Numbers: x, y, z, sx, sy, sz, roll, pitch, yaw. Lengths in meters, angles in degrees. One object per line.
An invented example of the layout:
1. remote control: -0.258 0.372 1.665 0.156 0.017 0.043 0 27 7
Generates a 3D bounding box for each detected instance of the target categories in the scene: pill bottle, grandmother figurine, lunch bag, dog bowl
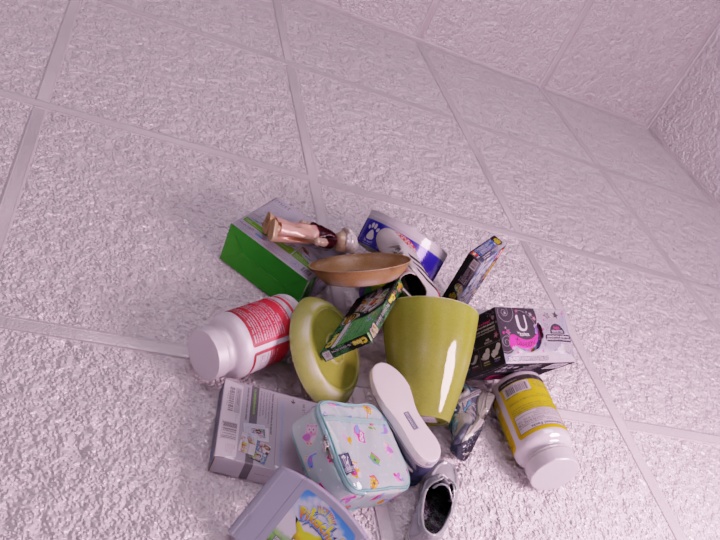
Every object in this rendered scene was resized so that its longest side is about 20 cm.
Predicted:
1. pill bottle: -0.191 0.116 1.245 0.112 0.113 0.198 44 36 23
2. pill bottle: 0.330 0.302 1.380 0.112 0.115 0.202 11 38 -24
3. grandmother figurine: -0.094 -0.070 1.443 0.196 0.061 0.122 11 29 -27
4. lunch bag: -0.013 0.281 1.125 0.199 0.077 0.163 22 40 -54
5. dog bowl: 0.091 -0.050 1.614 0.197 0.080 0.200 30 -2 1

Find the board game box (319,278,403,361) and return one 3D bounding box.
1. board game box: 0.006 0.085 1.285 0.024 0.103 0.200 59 30 -14

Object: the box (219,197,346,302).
1. box: -0.153 -0.038 1.490 0.198 0.098 0.176 35 33 10

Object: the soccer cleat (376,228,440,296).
1. soccer cleat: 0.089 -0.006 1.454 0.202 0.068 0.085 58 19 18

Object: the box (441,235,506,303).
1. box: 0.232 0.027 1.591 0.040 0.202 0.136 39 34 17

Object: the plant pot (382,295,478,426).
1. plant pot: 0.122 0.175 1.336 0.183 0.187 0.204 14 67 -20

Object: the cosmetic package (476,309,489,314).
1. cosmetic package: 0.229 0.142 1.545 0.196 0.072 0.103 5 49 -32

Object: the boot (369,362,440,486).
1. boot: 0.059 0.264 1.245 0.071 0.091 0.202 -4 50 -32

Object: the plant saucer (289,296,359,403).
1. plant saucer: -0.054 0.141 1.284 0.199 0.031 0.204 40 41 -45

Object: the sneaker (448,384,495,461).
1. sneaker: 0.187 0.280 1.357 0.085 0.079 0.200 25 24 12

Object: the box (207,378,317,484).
1. box: -0.135 0.265 1.156 0.196 0.042 0.157 17 36 -16

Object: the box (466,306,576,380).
1. box: 0.309 0.145 1.451 0.196 0.132 0.117 3 67 -33

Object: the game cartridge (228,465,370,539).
1. game cartridge: -0.070 0.373 0.997 0.199 0.041 0.134 38 76 15

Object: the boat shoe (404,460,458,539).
1. boat shoe: 0.129 0.373 1.178 0.069 0.072 0.201 30 34 4

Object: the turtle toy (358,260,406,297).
1. turtle toy: 0.053 0.046 1.520 0.144 0.101 0.202 22 33 -35

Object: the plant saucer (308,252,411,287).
1. plant saucer: 0.000 0.000 1.376 0.195 0.036 0.200 -4 10 1
